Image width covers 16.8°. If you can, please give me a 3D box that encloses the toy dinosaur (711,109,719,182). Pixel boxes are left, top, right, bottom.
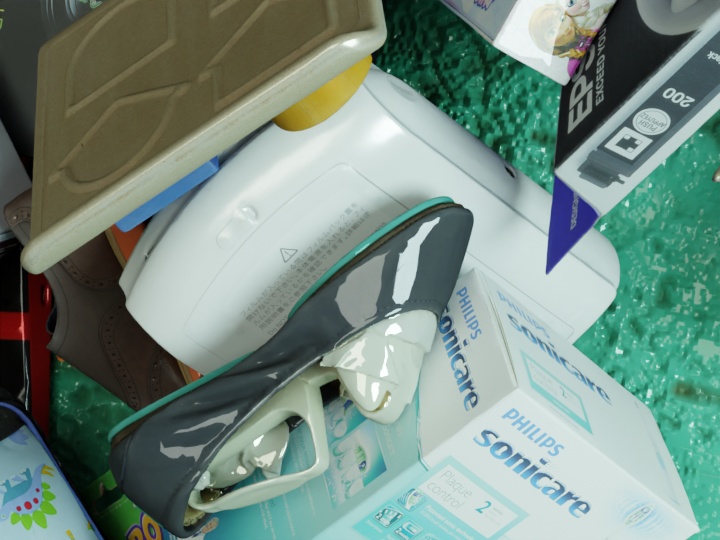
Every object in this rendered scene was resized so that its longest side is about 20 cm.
[{"bbox_3d":[0.183,-0.099,1.078,0.086,0.136,0.201,24,61,-16],"label":"toy dinosaur"}]

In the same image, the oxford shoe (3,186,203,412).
[{"bbox_3d":[-0.112,0.031,1.193,0.072,0.071,0.201,-16,122,6],"label":"oxford shoe"}]

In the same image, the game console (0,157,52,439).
[{"bbox_3d":[-0.256,0.020,1.316,0.199,0.031,0.178,2,96,22],"label":"game console"}]

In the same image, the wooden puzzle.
[{"bbox_3d":[-0.064,-0.091,1.074,0.185,0.200,0.046,-32,120,18],"label":"wooden puzzle"}]

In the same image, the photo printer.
[{"bbox_3d":[0.000,0.000,1.126,0.166,0.200,0.070,-44,38,16],"label":"photo printer"}]

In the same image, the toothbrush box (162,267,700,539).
[{"bbox_3d":[0.030,0.114,1.126,0.200,0.146,0.085,-38,40,17],"label":"toothbrush box"}]

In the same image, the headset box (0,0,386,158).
[{"bbox_3d":[-0.083,-0.128,1.211,0.199,0.093,0.175,13,95,20],"label":"headset box"}]

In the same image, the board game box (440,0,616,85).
[{"bbox_3d":[0.099,-0.198,1.091,0.041,0.200,0.200,27,100,-19],"label":"board game box"}]

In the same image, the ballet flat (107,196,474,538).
[{"bbox_3d":[-0.020,0.051,1.064,0.200,0.073,0.073,-36,78,11],"label":"ballet flat"}]

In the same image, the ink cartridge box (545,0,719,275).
[{"bbox_3d":[0.129,-0.127,1.051,0.043,0.199,0.200,26,135,-17],"label":"ink cartridge box"}]

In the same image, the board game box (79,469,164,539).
[{"bbox_3d":[-0.085,0.192,1.224,0.095,0.030,0.201,-35,78,50],"label":"board game box"}]

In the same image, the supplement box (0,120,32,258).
[{"bbox_3d":[-0.251,-0.025,1.226,0.200,0.061,0.109,-34,81,44],"label":"supplement box"}]

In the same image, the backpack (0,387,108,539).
[{"bbox_3d":[-0.199,0.193,1.212,0.200,0.147,0.183,53,137,3],"label":"backpack"}]
